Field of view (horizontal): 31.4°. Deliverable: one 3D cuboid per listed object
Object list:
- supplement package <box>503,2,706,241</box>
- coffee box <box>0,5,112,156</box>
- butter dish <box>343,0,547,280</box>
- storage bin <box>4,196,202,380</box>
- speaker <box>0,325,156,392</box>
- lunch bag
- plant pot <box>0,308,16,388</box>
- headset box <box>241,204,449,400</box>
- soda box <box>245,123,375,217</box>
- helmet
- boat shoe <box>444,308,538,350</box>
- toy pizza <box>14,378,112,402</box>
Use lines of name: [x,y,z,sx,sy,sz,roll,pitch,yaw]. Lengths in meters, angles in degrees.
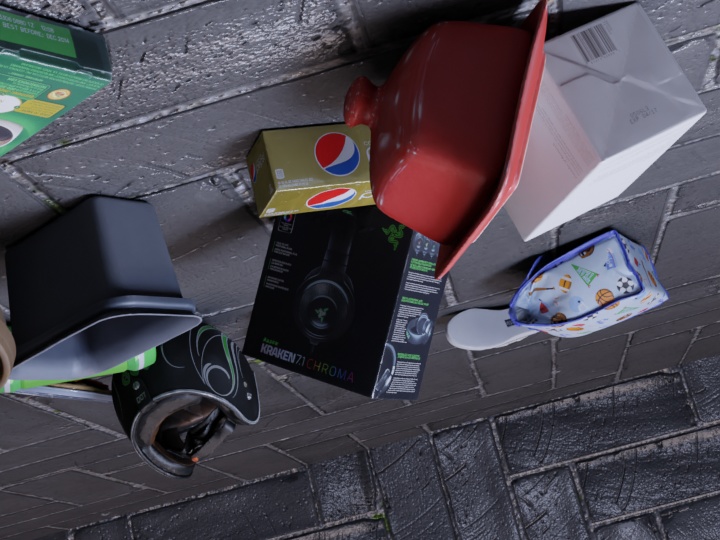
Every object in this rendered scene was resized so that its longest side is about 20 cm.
supplement package: [0.200,-0.131,1.179,0.121,0.120,0.200,-26,169,-20]
coffee box: [-0.295,-0.125,0.941,0.200,0.044,0.123,-26,160,34]
butter dish: [0.058,-0.123,1.076,0.148,0.200,0.200,18,157,-5]
storage bin: [-0.265,0.017,1.292,0.200,0.134,0.146,-25,161,36]
speaker: [-0.358,0.096,1.574,0.200,0.089,0.088,-9,163,-18]
lunch bag: [0.330,0.031,1.896,0.200,0.124,0.170,-30,160,22]
plant pot: [-0.422,0.036,1.229,0.201,0.093,0.201,7,145,5]
headset box: [-0.009,0.016,1.330,0.174,0.200,0.093,16,-178,33]
soda box: [-0.004,-0.102,1.242,0.200,0.064,0.068,-8,163,-22]
helmet: [-0.235,0.160,1.712,0.200,0.191,0.200,-5,125,-8]
boat shoe: [0.221,0.096,2.127,0.200,0.072,0.066,-15,162,-29]
toy pizza: [-0.424,0.155,1.745,0.200,0.032,0.200,6,171,1]
